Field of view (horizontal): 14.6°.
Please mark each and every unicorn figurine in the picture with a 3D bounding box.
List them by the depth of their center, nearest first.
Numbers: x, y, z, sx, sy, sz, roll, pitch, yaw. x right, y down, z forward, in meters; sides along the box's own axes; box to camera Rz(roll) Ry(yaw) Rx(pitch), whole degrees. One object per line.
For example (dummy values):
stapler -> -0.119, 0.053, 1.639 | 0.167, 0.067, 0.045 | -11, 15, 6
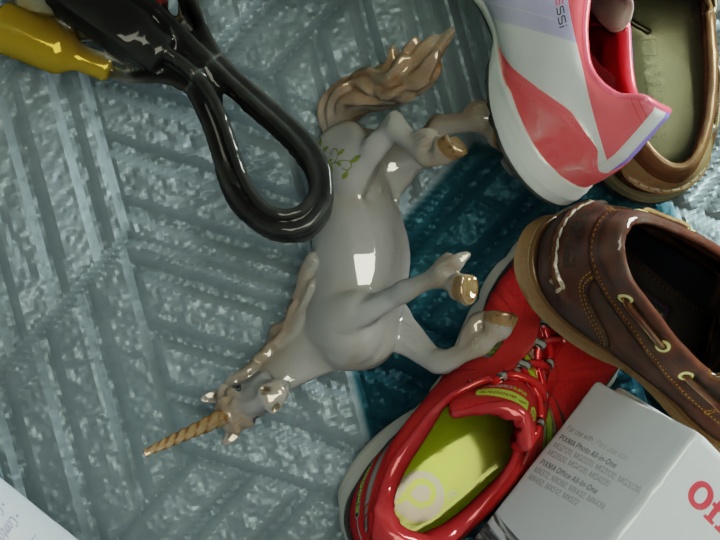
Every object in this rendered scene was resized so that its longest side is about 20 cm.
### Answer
unicorn figurine -> 0.000, 0.000, 1.239 | 0.074, 0.137, 0.201 | 38, 54, -41

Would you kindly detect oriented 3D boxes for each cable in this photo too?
cable -> -0.080, -0.093, 1.238 | 0.200, 0.050, 0.097 | 38, 71, 7

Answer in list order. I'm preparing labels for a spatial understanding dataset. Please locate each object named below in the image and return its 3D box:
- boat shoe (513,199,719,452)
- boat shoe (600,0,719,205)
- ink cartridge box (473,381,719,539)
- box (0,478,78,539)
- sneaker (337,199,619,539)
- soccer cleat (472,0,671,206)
boat shoe -> 0.158, 0.031, 1.233 | 0.199, 0.070, 0.071 | 28, 65, -33
boat shoe -> 0.130, -0.132, 1.272 | 0.075, 0.074, 0.201 | -10, 88, -9
ink cartridge box -> 0.107, 0.173, 1.223 | 0.145, 0.083, 0.200 | 43, 81, -29
box -> -0.166, 0.186, 1.143 | 0.200, 0.184, 0.105 | 39, 120, -5
sneaker -> 0.069, 0.056, 1.246 | 0.077, 0.085, 0.200 | 37, 82, -5
soccer cleat -> 0.083, -0.127, 1.234 | 0.073, 0.068, 0.201 | -32, 56, 30
